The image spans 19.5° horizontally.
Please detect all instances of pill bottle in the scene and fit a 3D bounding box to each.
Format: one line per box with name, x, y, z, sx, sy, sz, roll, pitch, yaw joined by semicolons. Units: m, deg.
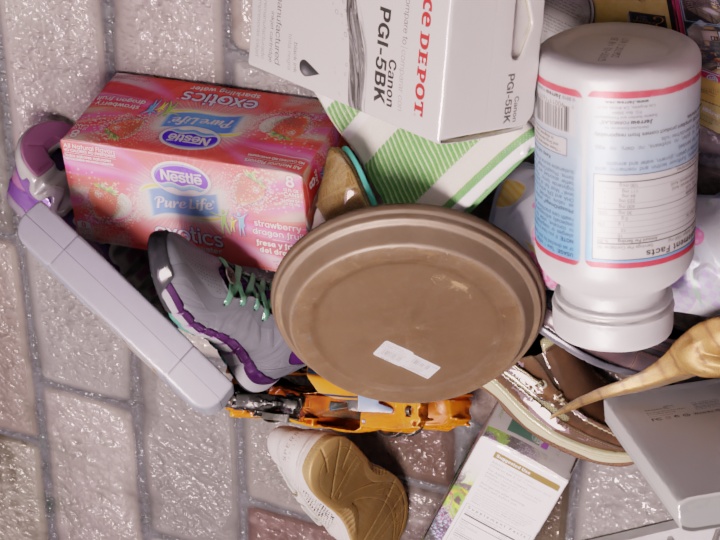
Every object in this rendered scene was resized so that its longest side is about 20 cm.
pill bottle;0.168;-0.054;1.384;0.108;0.109;0.201;8;115;20

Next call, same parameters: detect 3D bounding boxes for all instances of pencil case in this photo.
pencil case;0.189;-0.022;1.493;0.199;0.083;0.091;8;111;19

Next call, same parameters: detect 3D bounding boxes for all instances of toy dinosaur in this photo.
toy dinosaur;0.238;0.060;1.465;0.106;0.061;0.200;27;137;-30

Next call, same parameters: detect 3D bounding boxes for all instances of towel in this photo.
towel;0.031;-0.131;1.465;0.153;0.023;0.201;-44;73;43

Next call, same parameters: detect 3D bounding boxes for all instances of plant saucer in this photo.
plant saucer;0.034;0.031;1.501;0.198;0.030;0.201;1;137;1

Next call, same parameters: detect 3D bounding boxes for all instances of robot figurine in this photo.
robot figurine;-0.019;0.097;1.670;0.199;0.145;0.059;5;89;27

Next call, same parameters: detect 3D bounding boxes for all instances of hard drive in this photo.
hard drive;0.254;0.120;1.438;0.131;0.200;0.026;-8;107;-5

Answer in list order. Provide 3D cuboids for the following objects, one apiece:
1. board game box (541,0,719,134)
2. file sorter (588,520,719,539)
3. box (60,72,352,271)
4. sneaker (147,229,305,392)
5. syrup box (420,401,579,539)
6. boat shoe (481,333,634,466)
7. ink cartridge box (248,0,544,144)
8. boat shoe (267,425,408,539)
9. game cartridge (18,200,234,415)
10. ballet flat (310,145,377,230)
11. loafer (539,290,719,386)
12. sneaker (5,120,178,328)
board game box;0.207;-0.177;1.393;0.199;0.035;0.136;27;133;4
file sorter;0.232;0.303;1.702;0.199;0.125;0.139;-19;116;35
box;-0.113;-0.074;1.583;0.199;0.103;0.095;10;130;20
sneaker;-0.083;0.017;1.547;0.087;0.075;0.200;-19;148;14
syrup box;0.110;0.187;1.698;0.081;0.079;0.201;27;133;4
boat shoe;0.139;0.075;1.601;0.201;0.075;0.075;29;127;2
ink cartridge box;0.021;-0.182;1.367;0.199;0.083;0.148;26;120;44
boat shoe;-0.020;0.179;1.744;0.069;0.071;0.200;24;160;33
game cartridge;-0.176;0.032;1.576;0.200;0.042;0.133;43;177;3
ballet flat;0.000;0.000;1.530;0.072;0.068;0.200;-29;131;0
loafer;0.212;0.046;1.555;0.199;0.072;0.063;27;115;-5
sneaker;-0.209;-0.027;1.688;0.200;0.081;0.088;45;137;-5
